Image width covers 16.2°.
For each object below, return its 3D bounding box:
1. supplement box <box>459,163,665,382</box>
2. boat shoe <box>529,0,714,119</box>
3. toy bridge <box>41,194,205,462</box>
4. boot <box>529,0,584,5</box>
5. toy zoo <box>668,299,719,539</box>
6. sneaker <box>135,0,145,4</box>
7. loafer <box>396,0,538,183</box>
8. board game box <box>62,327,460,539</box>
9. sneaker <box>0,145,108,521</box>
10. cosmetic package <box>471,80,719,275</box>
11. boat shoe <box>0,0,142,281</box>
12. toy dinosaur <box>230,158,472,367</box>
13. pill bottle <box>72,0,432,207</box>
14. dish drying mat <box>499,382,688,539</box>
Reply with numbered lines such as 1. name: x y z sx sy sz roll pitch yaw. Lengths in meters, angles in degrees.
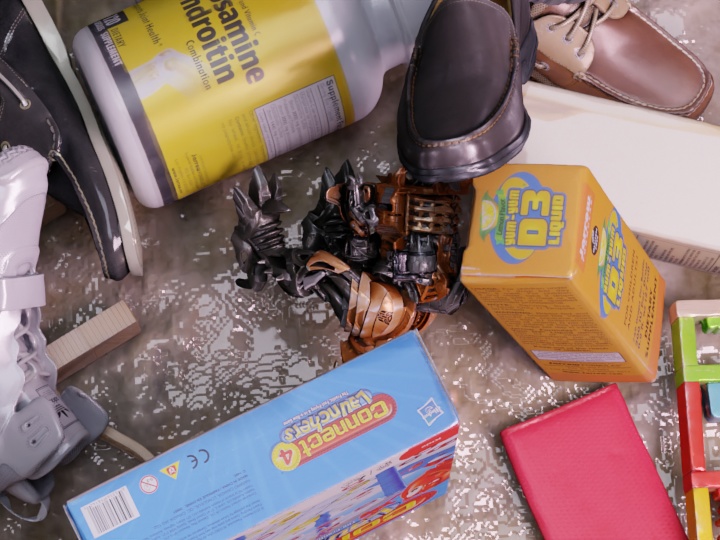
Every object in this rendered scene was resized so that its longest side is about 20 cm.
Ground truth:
1. supplement box: 0.112 0.005 1.367 0.068 0.200 0.067 2 73 22
2. boat shoe: 0.115 -0.144 1.478 0.199 0.072 0.076 27 76 7
3. toy bridge: -0.159 0.042 1.450 0.067 0.027 0.201 -31 75 -8
4. boot: 0.077 -0.248 1.475 0.164 0.066 0.201 20 38 -4
5. toy zoo: 0.246 0.115 1.424 0.130 0.020 0.202 0 74 -8
6. sneaker: -0.079 -0.235 1.515 0.087 0.076 0.200 33 74 26
7. loafer: 0.053 -0.111 1.330 0.072 0.200 0.073 -5 119 9
8. board game box: -0.048 0.120 1.341 0.199 0.196 0.056 -26 76 -6
9. sneaker: -0.188 0.039 1.398 0.114 0.075 0.201 27 103 14
10. cosmetic package: 0.166 -0.048 1.432 0.198 0.105 0.072 14 85 2
11. boat shoe: -0.178 -0.073 1.450 0.067 0.072 0.201 -25 67 -8
12. toy dinosaur: 0.000 0.000 1.404 0.135 0.102 0.201 33 92 31
13. pill bottle: -0.057 -0.123 1.452 0.199 0.112 0.113 -24 76 -6
14. dish drying mat: 0.151 0.168 1.419 0.076 0.018 0.201 -22 74 -8
